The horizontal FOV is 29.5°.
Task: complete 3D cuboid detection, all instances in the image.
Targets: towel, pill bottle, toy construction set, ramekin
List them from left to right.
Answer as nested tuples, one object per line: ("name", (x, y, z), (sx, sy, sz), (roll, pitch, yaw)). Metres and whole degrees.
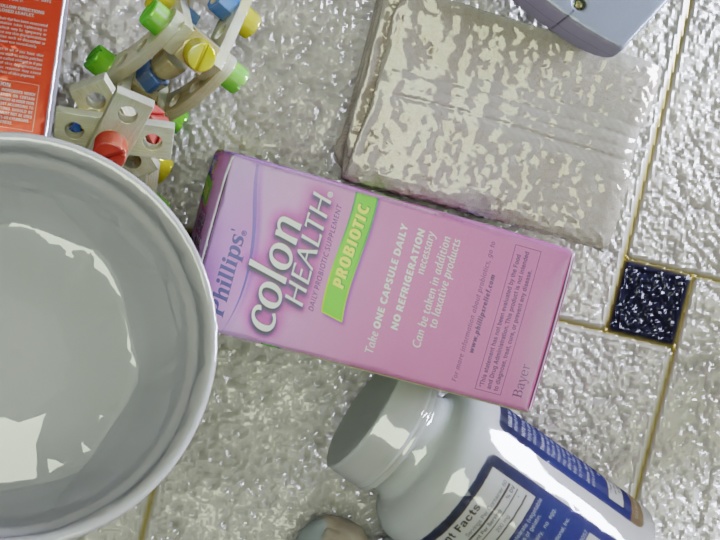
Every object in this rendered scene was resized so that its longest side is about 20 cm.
("ramekin", (-0.180, 0.039, 0.687), (0.199, 0.105, 0.201), (4, 79, -19))
("toy construction set", (-0.125, -0.088, 0.793), (0.131, 0.200, 0.092), (-37, 108, 24))
("pill bottle", (0.081, 0.147, 0.880), (0.200, 0.111, 0.111), (36, 89, -10))
("towel", (0.090, -0.098, 0.898), (0.199, 0.034, 0.133), (15, 94, -11))

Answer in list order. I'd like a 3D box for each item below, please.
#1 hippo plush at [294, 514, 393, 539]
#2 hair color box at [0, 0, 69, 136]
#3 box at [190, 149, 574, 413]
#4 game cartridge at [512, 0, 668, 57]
("hippo plush", (-0.014, 0.247, 0.849), (0.199, 0.161, 0.160), (8, 95, -10))
("hair color box", (-0.202, -0.143, 0.797), (0.061, 0.101, 0.201), (8, 84, -13))
("box", (0.000, 0.000, 0.820), (0.199, 0.176, 0.097), (15, 94, -9))
("game cartridge", (0.123, -0.239, 0.871), (0.200, 0.042, 0.133), (46, 81, -6))
